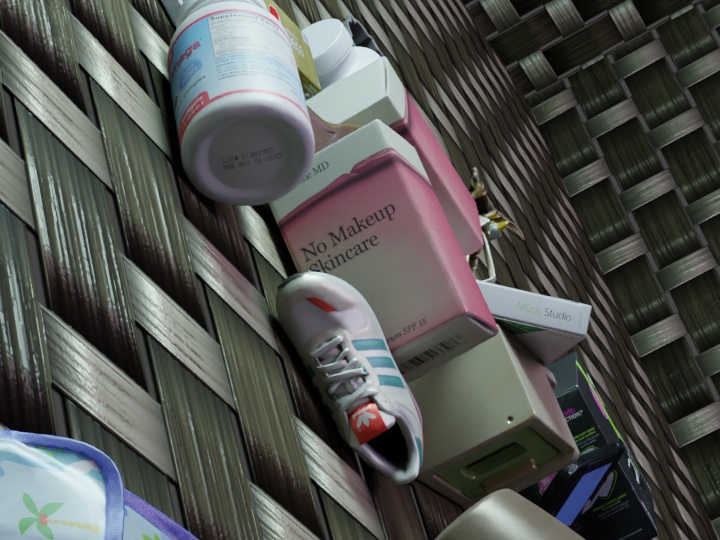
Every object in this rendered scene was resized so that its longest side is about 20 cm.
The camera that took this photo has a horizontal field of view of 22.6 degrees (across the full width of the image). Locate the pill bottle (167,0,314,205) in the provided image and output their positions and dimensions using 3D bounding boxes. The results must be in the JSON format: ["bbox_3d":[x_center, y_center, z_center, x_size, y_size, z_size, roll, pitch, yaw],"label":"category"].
[{"bbox_3d":[-0.104,-0.154,1.506,0.109,0.108,0.201,52,15,-39],"label":"pill bottle"}]

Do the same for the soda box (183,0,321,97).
[{"bbox_3d":[-0.100,-0.211,1.705,0.200,0.067,0.064,34,39,-73],"label":"soda box"}]

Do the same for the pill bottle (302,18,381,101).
[{"bbox_3d":[-0.004,-0.168,1.945,0.200,0.112,0.112,55,14,-30],"label":"pill bottle"}]

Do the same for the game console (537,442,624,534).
[{"bbox_3d":[0.243,0.291,1.908,0.116,0.176,0.200,36,14,18],"label":"game console"}]

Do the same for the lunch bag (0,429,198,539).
[{"bbox_3d":[-0.133,0.159,0.698,0.200,0.127,0.170,41,23,-27],"label":"lunch bag"}]

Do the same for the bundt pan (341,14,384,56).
[{"bbox_3d":[0.004,-0.192,2.115,0.202,0.075,0.202,57,12,-20],"label":"bundt pan"}]

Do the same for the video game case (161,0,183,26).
[{"bbox_3d":[-0.178,-0.298,1.736,0.144,0.018,0.200,61,12,-1],"label":"video game case"}]

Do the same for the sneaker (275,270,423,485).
[{"bbox_3d":[-0.002,0.091,1.482,0.200,0.070,0.094,60,6,-24],"label":"sneaker"}]

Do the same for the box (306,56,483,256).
[{"bbox_3d":[0.023,-0.093,1.853,0.200,0.127,0.109,55,14,-24],"label":"box"}]

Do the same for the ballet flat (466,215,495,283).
[{"bbox_3d":[0.116,0.022,1.972,0.076,0.063,0.201,67,23,-67],"label":"ballet flat"}]

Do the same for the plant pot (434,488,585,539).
[{"bbox_3d":[0.136,0.273,1.442,0.175,0.200,0.200,48,7,19],"label":"plant pot"}]

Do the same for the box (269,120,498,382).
[{"bbox_3d":[0.018,-0.010,1.613,0.201,0.127,0.109,65,13,19],"label":"box"}]

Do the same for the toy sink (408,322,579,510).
[{"bbox_3d":[0.126,0.152,1.740,0.200,0.130,0.113,41,24,-61],"label":"toy sink"}]

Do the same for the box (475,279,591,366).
[{"bbox_3d":[0.130,0.055,1.762,0.200,0.143,0.037,120,-17,-73],"label":"box"}]

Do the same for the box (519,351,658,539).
[{"bbox_3d":[0.243,0.222,2.085,0.201,0.124,0.149,61,12,-9],"label":"box"}]

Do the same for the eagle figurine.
[{"bbox_3d":[0.119,-0.024,2.181,0.151,0.151,0.201,24,55,1],"label":"eagle figurine"}]

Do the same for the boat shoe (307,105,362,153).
[{"bbox_3d":[-0.061,-0.113,1.704,0.199,0.072,0.073,10,64,-48],"label":"boat shoe"}]
